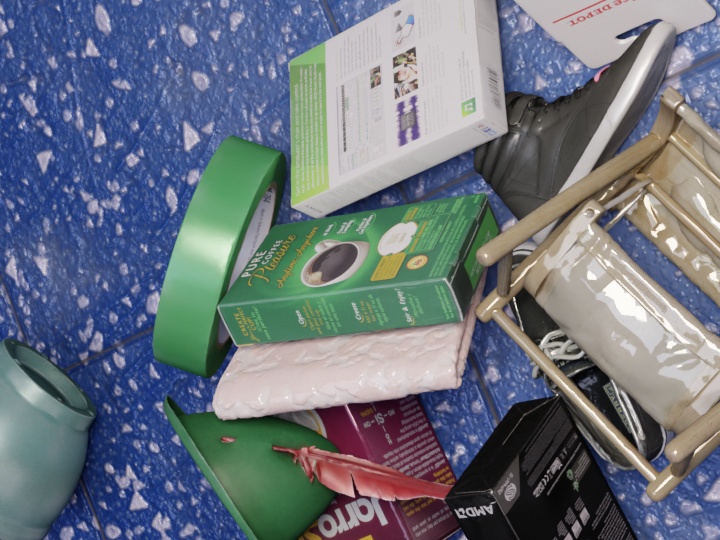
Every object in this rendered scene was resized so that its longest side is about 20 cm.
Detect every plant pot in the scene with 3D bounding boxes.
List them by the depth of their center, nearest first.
[{"bbox_3d":[-0.345,0.153,1.464,0.200,0.200,0.134,43,93,19],"label":"plant pot"}]

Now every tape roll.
[{"bbox_3d":[-0.116,-0.011,1.250,0.048,0.200,0.201,19,112,3],"label":"tape roll"}]

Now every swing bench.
[{"bbox_3d":[0.218,0.016,1.057,0.200,0.130,0.199,-39,71,-11],"label":"swing bench"}]

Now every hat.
[{"bbox_3d":[-0.031,0.137,1.194,0.176,0.166,0.200,-34,93,-4],"label":"hat"}]

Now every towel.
[{"bbox_3d":[-0.003,0.039,1.178,0.200,0.191,0.032,-11,123,22],"label":"towel"}]

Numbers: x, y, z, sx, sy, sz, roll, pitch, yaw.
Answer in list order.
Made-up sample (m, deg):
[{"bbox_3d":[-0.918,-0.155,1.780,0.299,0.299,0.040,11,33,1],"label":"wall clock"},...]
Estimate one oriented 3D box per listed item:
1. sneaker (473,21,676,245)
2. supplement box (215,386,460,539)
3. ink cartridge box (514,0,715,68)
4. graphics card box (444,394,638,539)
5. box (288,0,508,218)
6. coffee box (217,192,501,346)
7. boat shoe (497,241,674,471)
[{"bbox_3d":[0.152,-0.121,1.122,0.099,0.071,0.200,40,124,15],"label":"sneaker"},{"bbox_3d":[-0.015,0.157,1.276,0.131,0.103,0.200,-30,83,34],"label":"supplement box"},{"bbox_3d":[0.156,-0.237,1.059,0.116,0.200,0.067,-20,51,35],"label":"ink cartridge box"},{"bbox_3d":[0.152,0.210,1.126,0.051,0.125,0.200,-14,113,41],"label":"graphics card box"},{"bbox_3d":[0.025,-0.140,1.189,0.200,0.036,0.145,-21,58,35],"label":"box"},{"bbox_3d":[0.000,0.000,1.162,0.200,0.123,0.044,-8,121,26],"label":"coffee box"},{"bbox_3d":[0.164,0.067,1.157,0.074,0.068,0.200,-35,80,34],"label":"boat shoe"}]
